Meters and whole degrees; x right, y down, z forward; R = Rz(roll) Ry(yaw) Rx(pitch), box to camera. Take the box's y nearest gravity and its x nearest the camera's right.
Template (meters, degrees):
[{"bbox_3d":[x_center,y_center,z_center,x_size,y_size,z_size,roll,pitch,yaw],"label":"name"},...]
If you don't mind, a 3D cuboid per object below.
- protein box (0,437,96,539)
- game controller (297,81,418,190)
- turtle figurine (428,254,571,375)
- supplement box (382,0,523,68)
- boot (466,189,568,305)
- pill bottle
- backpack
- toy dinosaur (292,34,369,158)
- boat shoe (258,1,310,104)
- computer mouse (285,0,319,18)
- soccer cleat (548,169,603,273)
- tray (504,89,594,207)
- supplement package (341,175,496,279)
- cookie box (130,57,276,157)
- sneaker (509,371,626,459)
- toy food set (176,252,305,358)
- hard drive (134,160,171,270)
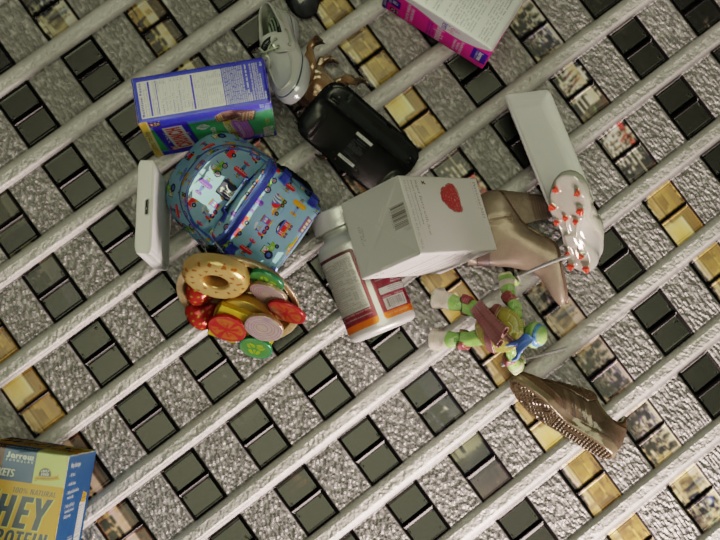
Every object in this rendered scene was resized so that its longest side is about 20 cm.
[{"bbox_3d":[-0.478,0.352,1.508,0.134,0.199,0.202,8,82,-2],"label":"protein box"},{"bbox_3d":[-0.002,-0.200,1.632,0.200,0.042,0.104,37,110,-28],"label":"game controller"},{"bbox_3d":[0.213,0.080,1.617,0.192,0.145,0.200,6,39,30],"label":"turtle figurine"},{"bbox_3d":[0.145,-0.428,1.680,0.199,0.101,0.104,31,83,1],"label":"supplement box"},{"bbox_3d":[0.237,-0.031,1.658,0.145,0.070,0.202,-12,79,-2],"label":"boot"},{"bbox_3d":[0.000,0.000,1.618,0.109,0.110,0.201,-21,85,-5],"label":"pill bottle"},{"bbox_3d":[-0.183,-0.105,1.584,0.200,0.134,0.183,42,83,-19],"label":"backpack"},{"bbox_3d":[-0.074,-0.280,1.664,0.200,0.086,0.136,45,90,8],"label":"toy dinosaur"},{"bbox_3d":[-0.130,-0.337,1.628,0.073,0.067,0.201,-38,43,23],"label":"boat shoe"},{"bbox_3d":[-0.117,-0.504,1.709,0.058,0.034,0.201,-22,84,-4],"label":"computer mouse"},{"bbox_3d":[0.336,-0.084,1.622,0.069,0.201,0.078,14,51,33],"label":"soccer cleat"},{"bbox_3d":[0.297,-0.190,1.677,0.107,0.022,0.202,-13,78,-36],"label":"tray"},{"bbox_3d":[0.090,-0.065,1.571,0.119,0.199,0.122,-24,78,38],"label":"supplement package"},{"bbox_3d":[-0.234,-0.246,1.606,0.198,0.171,0.076,-10,81,-3],"label":"cookie box"},{"bbox_3d":[0.325,0.210,1.642,0.199,0.070,0.076,37,63,0],"label":"sneaker"},{"bbox_3d":[-0.181,0.049,1.570,0.197,0.200,0.049,22,48,-9],"label":"toy food set"},{"bbox_3d":[-0.307,-0.077,1.566,0.026,0.200,0.133,2,83,-3],"label":"hard drive"}]
